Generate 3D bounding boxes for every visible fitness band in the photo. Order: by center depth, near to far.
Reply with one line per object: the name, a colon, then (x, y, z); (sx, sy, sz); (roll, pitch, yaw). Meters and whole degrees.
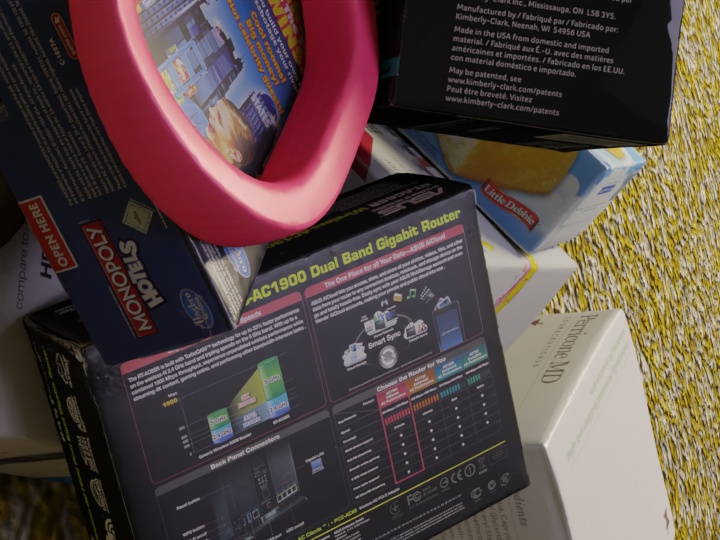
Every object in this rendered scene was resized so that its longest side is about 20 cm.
fitness band: (-0.044, -0.097, 0.583); (0.144, 0.037, 0.200); (62, 29, -29)

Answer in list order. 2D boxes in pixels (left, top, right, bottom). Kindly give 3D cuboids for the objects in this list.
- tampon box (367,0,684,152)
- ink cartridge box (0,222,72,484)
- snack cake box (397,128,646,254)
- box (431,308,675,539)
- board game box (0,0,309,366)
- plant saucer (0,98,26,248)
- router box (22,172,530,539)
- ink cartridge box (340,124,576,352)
tampon box: (0.071, -0.162, 0.720); (0.150, 0.126, 0.200); (-159, -103, -79)
ink cartridge box: (-0.151, 0.014, 0.704); (0.200, 0.084, 0.146); (25, 63, -59)
snack cake box: (0.061, -0.104, 0.894); (0.200, 0.067, 0.115); (45, 20, 11)
box: (0.098, 0.159, 1.071); (0.199, 0.171, 0.200); (-47, 127, -55)
board game box: (-0.080, -0.099, 0.619); (0.200, 0.062, 0.200); (65, 26, -17)
plant saucer: (-0.198, -0.085, 0.574); (0.200, 0.032, 0.200); (6, 78, -27)
router box: (-0.030, 0.059, 0.680); (0.200, 0.062, 0.150); (-22, 111, -29)
ink cartridge box: (0.000, 0.000, 0.872); (0.145, 0.145, 0.200); (46, 16, 18)
